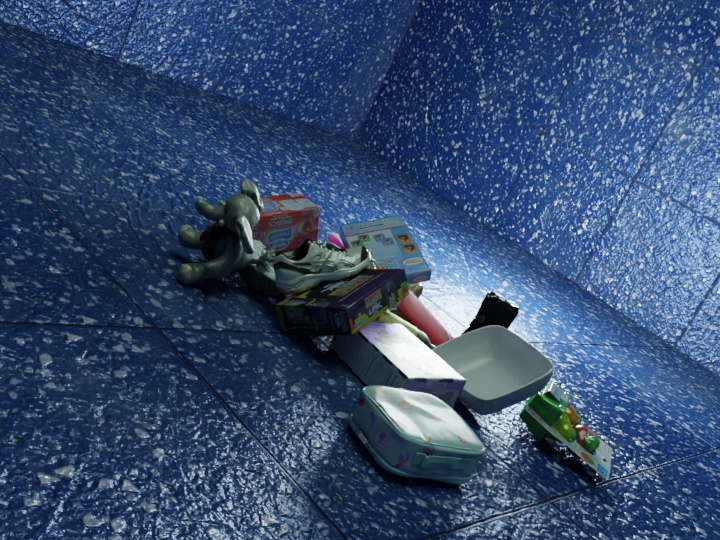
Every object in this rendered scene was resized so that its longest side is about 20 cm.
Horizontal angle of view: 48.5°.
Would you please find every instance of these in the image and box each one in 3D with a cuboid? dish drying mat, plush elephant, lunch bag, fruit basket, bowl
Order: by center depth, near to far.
[{"bbox_3d":[0.085,0.255,1.226,0.199,0.077,0.160,16,20,-36],"label":"lunch bag"},{"bbox_3d":[-0.245,-0.077,1.470,0.198,0.156,0.165,2,35,-6],"label":"plush elephant"},{"bbox_3d":[0.257,0.203,1.578,0.199,0.075,0.200,-20,35,-24],"label":"bowl"},{"bbox_3d":[0.418,0.311,1.580,0.199,0.094,0.185,34,16,14],"label":"fruit basket"},{"bbox_3d":[0.149,0.121,1.709,0.200,0.018,0.077,47,35,-21],"label":"dish drying mat"}]

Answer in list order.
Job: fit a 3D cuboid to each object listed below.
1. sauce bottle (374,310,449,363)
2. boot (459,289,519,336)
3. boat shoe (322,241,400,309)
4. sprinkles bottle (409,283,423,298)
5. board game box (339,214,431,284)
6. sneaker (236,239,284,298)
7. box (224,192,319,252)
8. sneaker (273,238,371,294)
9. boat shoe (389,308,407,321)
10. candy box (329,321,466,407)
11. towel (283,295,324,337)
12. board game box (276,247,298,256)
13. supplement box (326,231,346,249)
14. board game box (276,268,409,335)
[{"bbox_3d":[0.093,0.140,1.631,0.199,0.065,0.065,31,14,-12],"label":"sauce bottle"},{"bbox_3d":[0.286,0.146,1.741,0.076,0.169,0.200,27,14,-23],"label":"boot"},{"bbox_3d":[0.002,-0.002,1.616,0.201,0.087,0.074,32,35,21],"label":"boat shoe"},{"bbox_3d":[0.059,0.014,1.990,0.199,0.069,0.068,33,16,19],"label":"sprinkles bottle"},{"bbox_3d":[0.051,-0.039,1.755,0.150,0.037,0.201,-11,42,-12],"label":"board game box"},{"bbox_3d":[-0.211,-0.020,1.578,0.199,0.075,0.087,35,53,19],"label":"sneaker"},{"bbox_3d":[-0.199,-0.100,1.746,0.199,0.096,0.100,-12,31,-31],"label":"box"},{"bbox_3d":[-0.071,-0.023,1.512,0.199,0.088,0.076,-19,13,-25],"label":"sneaker"},{"bbox_3d":[0.061,0.093,1.722,0.199,0.076,0.060,14,25,-41],"label":"boat shoe"},{"bbox_3d":[0.069,0.173,1.472,0.167,0.072,0.200,10,22,-45],"label":"candy box"},{"bbox_3d":[-0.082,0.056,1.596,0.146,0.022,0.200,-10,42,-31],"label":"towel"},{"bbox_3d":[-0.105,0.009,1.715,0.126,0.035,0.200,-14,38,-35],"label":"board game box"},{"bbox_3d":[-0.003,0.004,1.853,0.199,0.104,0.101,27,16,-5],"label":"supplement box"},{"bbox_3d":[-0.030,0.053,1.483,0.164,0.057,0.200,-1,19,36],"label":"board game box"}]
